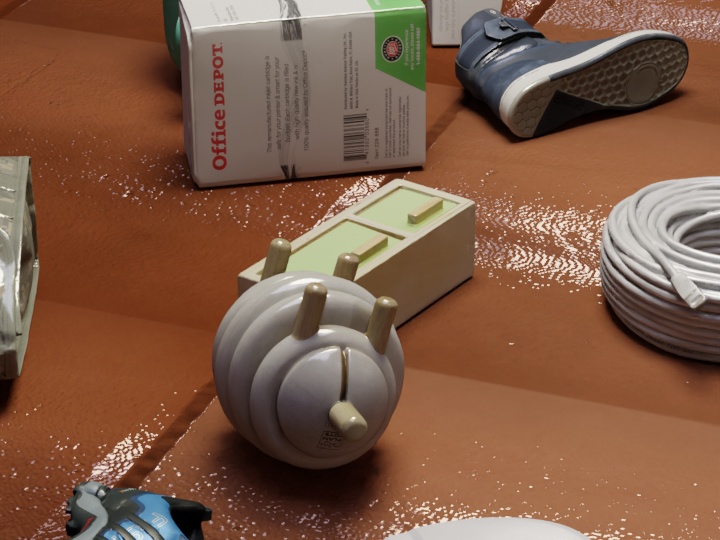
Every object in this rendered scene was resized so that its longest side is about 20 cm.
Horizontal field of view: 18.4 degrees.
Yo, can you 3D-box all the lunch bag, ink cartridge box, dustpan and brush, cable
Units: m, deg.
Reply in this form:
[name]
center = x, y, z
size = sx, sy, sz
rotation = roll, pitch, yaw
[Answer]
[lunch bag]
center = -0.316, 0.008, 1.576
size = 0.163, 0.118, 0.200
rotation = -2, 33, -3
[ink cartridge box]
center = -0.050, -0.159, 1.856
size = 0.199, 0.147, 0.084
rotation = -6, 28, -11
[dustpan and brush]
center = 0.127, 0.188, 1.304
size = 0.199, 0.057, 0.140
rotation = -14, 31, -12
[cable]
center = 0.278, -0.005, 1.645
size = 0.199, 0.070, 0.200
rotation = -13, 29, -24

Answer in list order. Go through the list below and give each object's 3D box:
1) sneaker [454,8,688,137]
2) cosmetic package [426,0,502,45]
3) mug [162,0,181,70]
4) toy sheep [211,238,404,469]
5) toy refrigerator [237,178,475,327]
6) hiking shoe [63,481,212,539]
[sneaker]
center = 0.181, -0.194, 1.999
size = 0.202, 0.077, 0.146
rotation = -15, 34, -25
[cosmetic package]
center = 0.099, -0.302, 2.184
size = 0.074, 0.102, 0.200
rotation = 0, 26, 1
[mug]
center = -0.116, -0.224, 2.018
size = 0.184, 0.115, 0.152
rotation = -19, 33, -31
[toy sheep]
center = -0.032, 0.062, 1.448
size = 0.137, 0.139, 0.200
rotation = -6, 19, -11
[toy refrigerator]
center = 0.000, 0.000, 1.635
size = 0.076, 0.070, 0.200
rotation = 18, 32, 32
[hiking shoe]
center = -0.132, 0.181, 1.282
size = 0.086, 0.075, 0.200
rotation = -1, 27, -1
